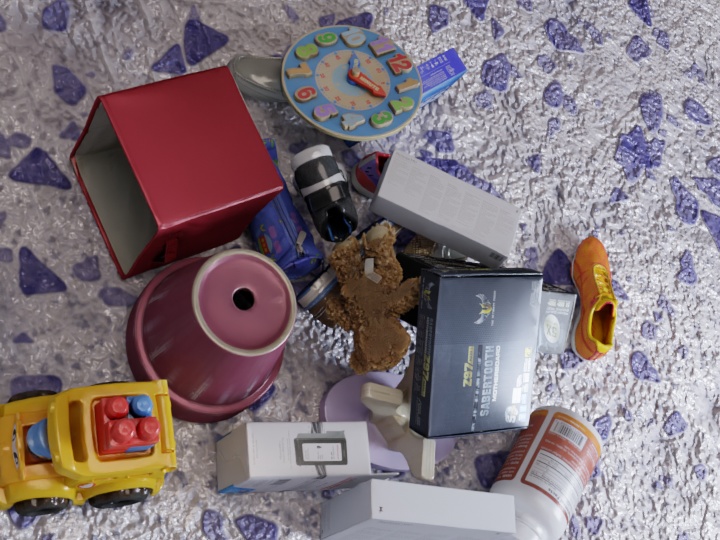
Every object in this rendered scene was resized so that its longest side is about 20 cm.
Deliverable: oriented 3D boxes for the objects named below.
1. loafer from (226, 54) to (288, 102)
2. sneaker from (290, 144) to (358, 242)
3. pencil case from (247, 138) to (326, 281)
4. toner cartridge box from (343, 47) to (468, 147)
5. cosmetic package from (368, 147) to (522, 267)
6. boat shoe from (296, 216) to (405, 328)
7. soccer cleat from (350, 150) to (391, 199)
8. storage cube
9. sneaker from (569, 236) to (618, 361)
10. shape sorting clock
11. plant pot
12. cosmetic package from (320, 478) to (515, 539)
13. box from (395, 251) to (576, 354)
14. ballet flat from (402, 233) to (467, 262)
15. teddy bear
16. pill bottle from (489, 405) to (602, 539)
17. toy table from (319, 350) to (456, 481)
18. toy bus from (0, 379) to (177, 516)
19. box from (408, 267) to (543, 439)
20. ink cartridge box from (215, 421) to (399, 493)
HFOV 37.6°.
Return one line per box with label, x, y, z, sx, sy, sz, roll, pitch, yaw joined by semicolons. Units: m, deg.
loafer;-0.091;-0.272;1.495;0.197;0.070;0.071;6;68;-25
sneaker;-0.043;-0.085;1.390;0.072;0.200;0.113;-22;81;4
pencil case;-0.117;-0.080;1.398;0.077;0.087;0.202;-18;78;-27
toner cartridge box;0.060;-0.255;1.553;0.199;0.095;0.043;-33;87;-32
cosmetic package;0.116;-0.082;1.441;0.198;0.051;0.083;25;63;-7
boat shoe;0.000;0.000;1.443;0.200;0.072;0.073;-44;98;-23
soccer cleat;0.086;-0.124;1.527;0.197;0.073;0.069;14;64;-22
storage cube;-0.229;-0.119;1.305;0.178;0.171;0.202;-22;81;-33
sneaker;0.364;0.039;1.607;0.072;0.077;0.203;12;64;-20
shape sorting clock;-0.011;-0.261;1.447;0.197;0.039;0.202;8;55;-11
plant pot;-0.166;0.065;1.260;0.197;0.179;0.203;9;67;-23
cosmetic package;0.069;0.305;1.304;0.197;0.151;0.052;12;65;-23
box;0.160;0.044;1.424;0.198;0.163;0.088;7;100;-33
ballet flat;0.146;-0.045;1.525;0.199;0.065;0.071;-30;117;-31
teddy bear;0.019;0.035;1.338;0.144;0.067;0.201;-34;59;4
pill bottle;0.240;0.291;1.422;0.112;0.112;0.201;40;58;-7
toy table;0.060;0.187;1.367;0.197;0.117;0.187;3;69;-27
toy bus;-0.294;0.182;1.142;0.197;0.192;0.138;-2;73;-26
box;0.142;0.098;1.296;0.156;0.051;0.204;0;99;-29
ink cartridge box;-0.065;0.227;1.286;0.197;0.116;0.069;4;70;-26
